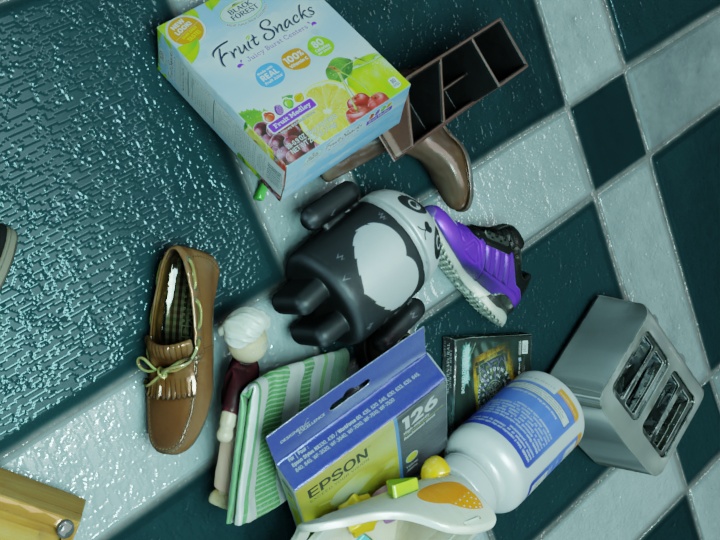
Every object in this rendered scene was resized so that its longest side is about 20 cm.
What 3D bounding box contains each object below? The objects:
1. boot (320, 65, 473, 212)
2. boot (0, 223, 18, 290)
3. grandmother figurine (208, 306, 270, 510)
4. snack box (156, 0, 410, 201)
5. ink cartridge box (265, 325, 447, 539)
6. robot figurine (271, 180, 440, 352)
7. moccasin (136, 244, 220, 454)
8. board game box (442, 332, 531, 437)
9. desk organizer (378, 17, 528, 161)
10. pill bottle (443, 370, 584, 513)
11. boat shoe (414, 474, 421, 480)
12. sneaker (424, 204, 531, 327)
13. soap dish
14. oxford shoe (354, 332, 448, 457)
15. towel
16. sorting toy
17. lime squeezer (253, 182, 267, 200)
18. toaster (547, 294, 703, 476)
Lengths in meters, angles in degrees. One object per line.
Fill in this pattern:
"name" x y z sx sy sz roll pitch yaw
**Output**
"boot" 0.025 -0.127 1.114 0.199 0.064 0.189 -24 93 -35
"boot" -0.399 0.012 0.820 0.150 0.073 0.201 41 75 -29
"grandmother figurine" -0.121 0.133 0.997 0.060 0.121 0.203 4 107 -8
"snack box" -0.078 -0.193 0.973 0.168 0.068 0.200 -37 72 -27
"ink cartridge box" 0.007 0.179 1.009 0.197 0.047 0.201 -34 147 -18
"robot figurine" 0.000 -0.001 1.064 0.200 0.124 0.151 -40 148 -26
"moccasin" -0.180 0.077 0.961 0.078 0.073 0.204 18 81 -66
"board game box" 0.159 0.182 1.244 0.134 0.028 0.203 0 92 -35
"desk organizer" 0.098 -0.206 1.095 0.200 0.077 0.072 -39 99 -39
"pill bottle" 0.168 0.212 1.151 0.199 0.111 0.113 -31 109 -39
"boat shoe" 0.057 0.292 1.142 0.198 0.063 0.074 -15 103 -25
"sneaker" 0.144 -0.028 1.188 0.100 0.069 0.200 -46 126 -6
"soap dish" -0.353 0.247 0.854 0.199 0.081 0.159 30 75 -31
"oxford shoe" 0.063 0.155 1.143 0.073 0.084 0.202 -40 115 -29
"towel" -0.069 0.171 1.026 0.199 0.023 0.155 -8 106 -61
"sorting toy" 0.005 0.271 0.988 0.178 0.201 0.108 -1 50 -32
"lime squeezer" -0.069 -0.173 1.040 0.037 0.071 0.203 13 83 -17
"toaster" 0.350 0.161 1.324 0.181 0.118 0.201 49 66 -25
